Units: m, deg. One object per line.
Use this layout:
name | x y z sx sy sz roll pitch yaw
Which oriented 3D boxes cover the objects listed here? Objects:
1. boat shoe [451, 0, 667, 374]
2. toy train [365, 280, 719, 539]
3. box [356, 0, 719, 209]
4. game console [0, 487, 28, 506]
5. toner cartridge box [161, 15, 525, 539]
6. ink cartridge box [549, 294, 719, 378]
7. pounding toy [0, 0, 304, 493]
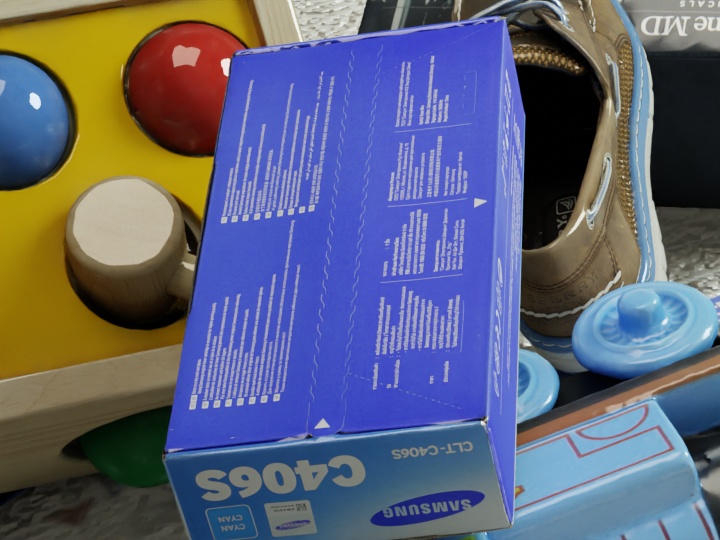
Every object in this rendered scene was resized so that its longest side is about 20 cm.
boat shoe | 0.067 -0.062 1.020 0.072 0.072 0.201 -21 49 10
toy train | 0.053 0.078 0.851 0.199 0.087 0.114 -19 33 -5
box | 0.124 -0.138 1.168 0.199 0.124 0.198 2 63 23
game console | -0.205 0.024 1.063 0.170 0.119 0.200 16 38 41
toner cartridge box | 0.000 0.000 0.864 0.094 0.043 0.200 -7 38 11
ink cartridge box | 0.122 0.062 0.969 0.119 0.042 0.200 -18 27 -14
pounding toy | -0.070 -0.006 0.995 0.183 0.201 0.142 -11 -17 -18
